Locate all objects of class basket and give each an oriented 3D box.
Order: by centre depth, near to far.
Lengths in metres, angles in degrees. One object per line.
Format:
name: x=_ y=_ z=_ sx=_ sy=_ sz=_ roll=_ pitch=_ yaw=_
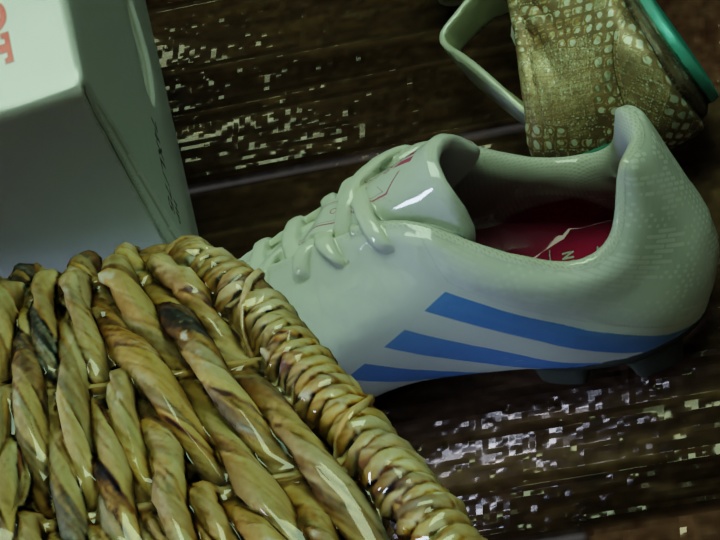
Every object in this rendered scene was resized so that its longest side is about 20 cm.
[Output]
basket: x=-0.013 y=0.085 z=0.686 sx=0.149 sy=0.200 sz=0.143 roll=-10 pitch=43 yaw=15

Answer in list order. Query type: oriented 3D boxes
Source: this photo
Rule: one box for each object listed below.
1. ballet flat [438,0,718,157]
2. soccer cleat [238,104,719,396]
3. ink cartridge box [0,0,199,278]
ballet flat: x=0.047 y=-0.099 z=0.941 sx=0.065 sy=0.071 sz=0.200 roll=-33 pitch=39 yaw=9
soccer cleat: x=0.000 y=0.000 z=0.844 sx=0.200 sy=0.086 sz=0.070 roll=-14 pitch=44 yaw=8
ink cartridge box: x=-0.166 y=-0.050 z=0.892 sx=0.200 sy=0.146 sz=0.147 roll=-17 pitch=61 yaw=4
